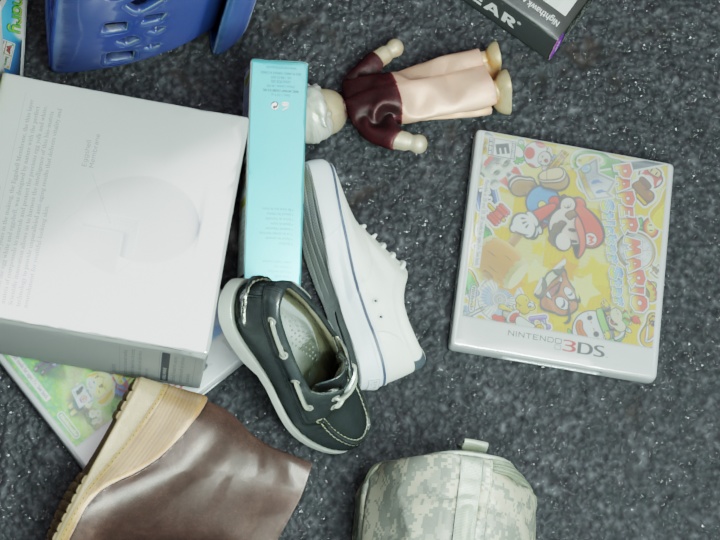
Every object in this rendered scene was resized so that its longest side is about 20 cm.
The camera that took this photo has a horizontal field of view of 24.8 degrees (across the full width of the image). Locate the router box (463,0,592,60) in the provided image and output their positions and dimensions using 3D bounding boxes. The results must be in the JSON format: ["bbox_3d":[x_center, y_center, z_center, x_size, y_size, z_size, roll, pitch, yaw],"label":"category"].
[{"bbox_3d":[0.136,-0.312,1.500,0.200,0.051,0.149,36,74,5],"label":"router box"}]

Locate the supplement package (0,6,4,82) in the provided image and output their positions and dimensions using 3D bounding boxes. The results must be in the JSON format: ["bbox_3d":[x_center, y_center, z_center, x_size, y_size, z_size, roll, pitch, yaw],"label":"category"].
[{"bbox_3d":[-0.367,-0.104,1.281,0.150,0.200,0.153,11,59,-4],"label":"supplement package"}]

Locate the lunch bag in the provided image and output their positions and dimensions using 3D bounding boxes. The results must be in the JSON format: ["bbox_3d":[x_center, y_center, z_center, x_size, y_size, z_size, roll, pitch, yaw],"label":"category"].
[{"bbox_3d":[0.062,0.241,1.258,0.138,0.168,0.201,9,72,-4],"label":"lunch bag"}]

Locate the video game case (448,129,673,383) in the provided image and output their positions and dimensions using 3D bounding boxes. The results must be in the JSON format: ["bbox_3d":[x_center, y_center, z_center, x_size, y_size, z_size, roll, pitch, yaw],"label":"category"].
[{"bbox_3d":[0.177,-0.014,1.428,0.181,0.023,0.201,10,72,-4],"label":"video game case"}]

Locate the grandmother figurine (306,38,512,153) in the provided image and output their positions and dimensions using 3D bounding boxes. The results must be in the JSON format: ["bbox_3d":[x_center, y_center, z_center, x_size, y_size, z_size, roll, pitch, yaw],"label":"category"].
[{"bbox_3d":[0.031,-0.148,1.437,0.199,0.061,0.122,-10,47,-7],"label":"grandmother figurine"}]

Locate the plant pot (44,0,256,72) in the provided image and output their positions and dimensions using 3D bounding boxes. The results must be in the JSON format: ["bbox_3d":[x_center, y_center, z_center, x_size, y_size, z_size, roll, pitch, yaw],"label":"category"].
[{"bbox_3d":[-0.177,-0.293,1.384,0.178,0.200,0.201,-2,72,-14],"label":"plant pot"}]

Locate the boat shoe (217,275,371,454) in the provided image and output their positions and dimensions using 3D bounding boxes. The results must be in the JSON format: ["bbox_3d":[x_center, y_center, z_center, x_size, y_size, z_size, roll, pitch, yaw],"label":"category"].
[{"bbox_3d":[-0.038,0.080,1.292,0.060,0.200,0.076,-4,53,35],"label":"boat shoe"}]

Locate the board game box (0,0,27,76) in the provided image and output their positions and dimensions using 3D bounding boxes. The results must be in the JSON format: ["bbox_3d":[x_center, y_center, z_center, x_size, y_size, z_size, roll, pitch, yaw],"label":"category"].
[{"bbox_3d":[-0.349,-0.250,1.406,0.126,0.035,0.201,10,70,-30],"label":"board game box"}]

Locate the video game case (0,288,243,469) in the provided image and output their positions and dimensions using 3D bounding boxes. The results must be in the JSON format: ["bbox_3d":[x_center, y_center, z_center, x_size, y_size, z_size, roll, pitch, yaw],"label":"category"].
[{"bbox_3d":[-0.211,0.041,1.363,0.182,0.022,0.200,-38,81,-16],"label":"video game case"}]

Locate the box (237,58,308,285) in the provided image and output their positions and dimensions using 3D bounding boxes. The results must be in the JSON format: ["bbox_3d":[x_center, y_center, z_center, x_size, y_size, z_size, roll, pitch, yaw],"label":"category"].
[{"bbox_3d":[-0.074,-0.069,1.359,0.049,0.082,0.202,2,87,-8],"label":"box"}]

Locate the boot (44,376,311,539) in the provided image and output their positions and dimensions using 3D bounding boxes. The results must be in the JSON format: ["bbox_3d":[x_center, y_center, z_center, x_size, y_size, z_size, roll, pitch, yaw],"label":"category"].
[{"bbox_3d":[-0.149,0.201,1.297,0.166,0.072,0.201,31,87,-12],"label":"boot"}]

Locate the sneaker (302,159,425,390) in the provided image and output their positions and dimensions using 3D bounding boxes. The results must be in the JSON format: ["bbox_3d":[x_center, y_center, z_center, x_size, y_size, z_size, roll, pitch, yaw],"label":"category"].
[{"bbox_3d":[0.000,0.000,1.384,0.070,0.073,0.201,-14,84,-20],"label":"sneaker"}]

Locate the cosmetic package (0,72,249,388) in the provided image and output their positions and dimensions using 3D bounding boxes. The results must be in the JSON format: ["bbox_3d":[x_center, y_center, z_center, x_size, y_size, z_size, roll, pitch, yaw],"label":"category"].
[{"bbox_3d":[-0.205,-0.029,1.309,0.199,0.123,0.201,11,72,-6],"label":"cosmetic package"}]
